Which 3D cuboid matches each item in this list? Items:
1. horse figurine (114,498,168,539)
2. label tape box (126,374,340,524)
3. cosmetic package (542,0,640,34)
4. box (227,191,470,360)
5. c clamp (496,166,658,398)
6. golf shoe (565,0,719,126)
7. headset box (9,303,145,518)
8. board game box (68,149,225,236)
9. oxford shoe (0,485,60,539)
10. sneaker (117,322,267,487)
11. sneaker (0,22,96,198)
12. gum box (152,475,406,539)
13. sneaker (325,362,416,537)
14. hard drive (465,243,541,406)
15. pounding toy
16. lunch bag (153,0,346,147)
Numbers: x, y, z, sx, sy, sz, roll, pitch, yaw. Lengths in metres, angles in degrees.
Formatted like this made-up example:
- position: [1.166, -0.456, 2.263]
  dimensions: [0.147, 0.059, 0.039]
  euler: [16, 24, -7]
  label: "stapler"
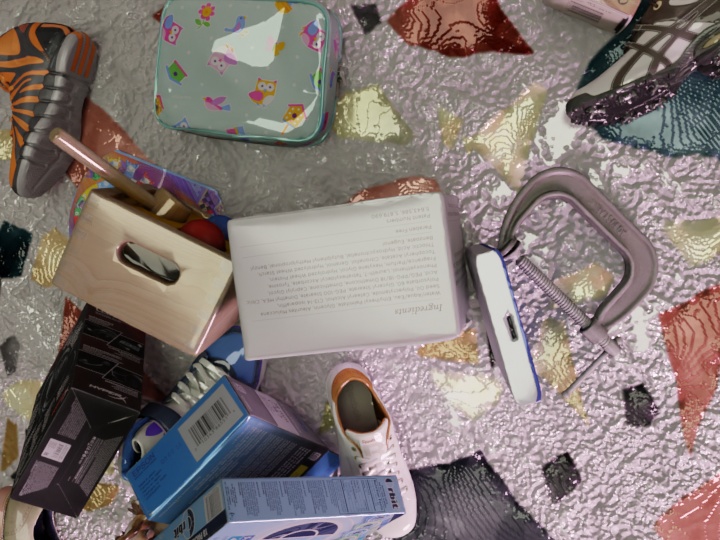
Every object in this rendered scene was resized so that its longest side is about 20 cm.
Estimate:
- position: [-0.246, 0.295, 0.872]
  dimensions: [0.050, 0.133, 0.200]
  euler: [41, 121, 4]
  label: "horse figurine"
- position: [-0.125, 0.207, 0.849]
  dimensions: [0.144, 0.200, 0.063]
  euler: [-45, 54, 2]
  label: "label tape box"
- position: [0.254, -0.338, 0.748]
  dimensions: [0.087, 0.103, 0.200]
  euler: [25, 102, 7]
  label: "cosmetic package"
- position: [0.000, 0.000, 0.782]
  dimensions: [0.200, 0.199, 0.131]
  euler: [-7, 93, 11]
  label: "box"
- position: [0.211, 0.004, 0.805]
  dimensions: [0.171, 0.027, 0.200]
  euler: [-42, 98, 1]
  label: "c clamp"
- position: [0.285, -0.212, 0.776]
  dimensions: [0.200, 0.078, 0.095]
  euler: [-25, 73, 11]
  label: "golf shoe"
- position: [-0.301, 0.139, 0.870]
  dimensions: [0.077, 0.200, 0.149]
  euler: [27, 107, -22]
  label: "headset box"
- position: [-0.255, -0.042, 0.915]
  dimensions: [0.200, 0.039, 0.158]
  euler: [22, 99, 10]
  label: "board game box"
- position: [-0.404, 0.365, 0.972]
  dimensions: [0.074, 0.071, 0.200]
  euler: [-1, 95, 10]
  label: "oxford shoe"
- position: [-0.185, 0.152, 0.865]
  dimensions: [0.081, 0.146, 0.200]
  euler: [38, 102, 6]
  label: "sneaker"
- position: [-0.383, -0.188, 0.919]
  dimensions: [0.112, 0.078, 0.200]
  euler: [18, 88, 14]
  label: "sneaker"
- position: [-0.084, 0.257, 0.799]
  dimensions: [0.170, 0.200, 0.045]
  euler: [-46, 47, 39]
  label: "gum box"
- position: [0.009, 0.200, 0.854]
  dimensions: [0.073, 0.085, 0.200]
  euler: [-21, 92, -6]
  label: "sneaker"
- position: [0.131, 0.042, 0.758]
  dimensions: [0.025, 0.200, 0.132]
  euler: [-16, 92, 6]
  label: "hard drive"
- position: [-0.206, -0.033, 0.800]
  dimensions: [0.200, 0.184, 0.142]
  euler: [27, 100, 1]
  label: "pounding toy"
- position: [-0.114, -0.217, 0.850]
  dimensions: [0.200, 0.077, 0.161]
  euler: [7, 96, 11]
  label: "lunch bag"
